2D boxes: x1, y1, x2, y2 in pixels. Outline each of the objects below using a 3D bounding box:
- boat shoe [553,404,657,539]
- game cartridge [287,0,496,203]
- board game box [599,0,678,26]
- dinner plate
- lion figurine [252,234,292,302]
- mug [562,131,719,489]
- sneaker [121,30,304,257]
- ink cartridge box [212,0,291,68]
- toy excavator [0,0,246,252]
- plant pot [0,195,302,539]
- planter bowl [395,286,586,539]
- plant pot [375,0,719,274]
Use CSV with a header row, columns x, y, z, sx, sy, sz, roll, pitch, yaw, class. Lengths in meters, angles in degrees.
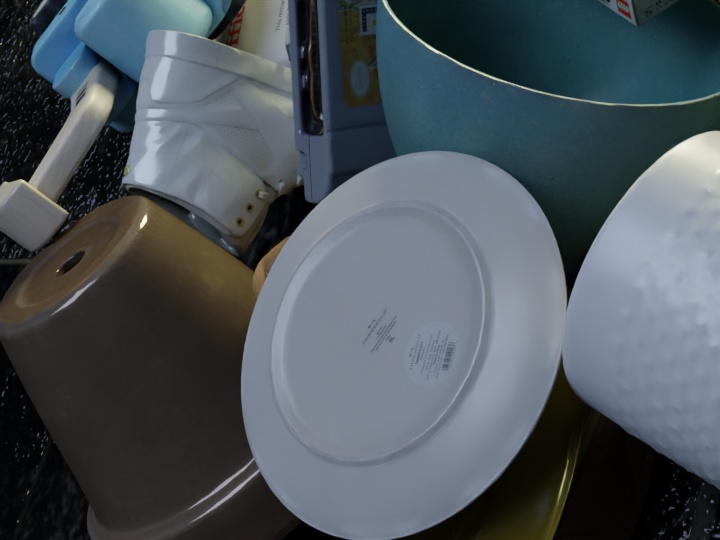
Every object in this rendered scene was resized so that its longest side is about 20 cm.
x,y,z,sx,sy,sz,roll,pitch,yaw,class
0.126,0.068,1.114,0.065,0.072,0.201,21,87,45,boat shoe
0.020,-0.145,1.222,0.041,0.133,0.201,12,108,54,game cartridge
0.188,-0.221,1.186,0.200,0.035,0.126,-34,46,-13,board game box
0.013,0.033,1.068,0.200,0.024,0.201,-15,65,34,dinner plate
0.000,0.000,1.215,0.122,0.200,0.073,45,122,28,lion figurine
0.222,0.024,0.996,0.200,0.148,0.175,-40,52,-24,mug
-0.047,-0.059,1.294,0.074,0.199,0.116,-8,68,67,sneaker
0.007,-0.179,1.384,0.200,0.084,0.145,-16,54,39,ink cartridge box
-0.155,-0.120,1.316,0.195,0.100,0.200,-50,15,12,toy excavator
-0.110,0.054,1.241,0.200,0.175,0.200,-33,22,15,plant pot
0.037,0.090,1.119,0.200,0.083,0.201,-163,90,-74,planter bowl
0.097,-0.077,1.168,0.200,0.199,0.135,-127,40,-49,plant pot
